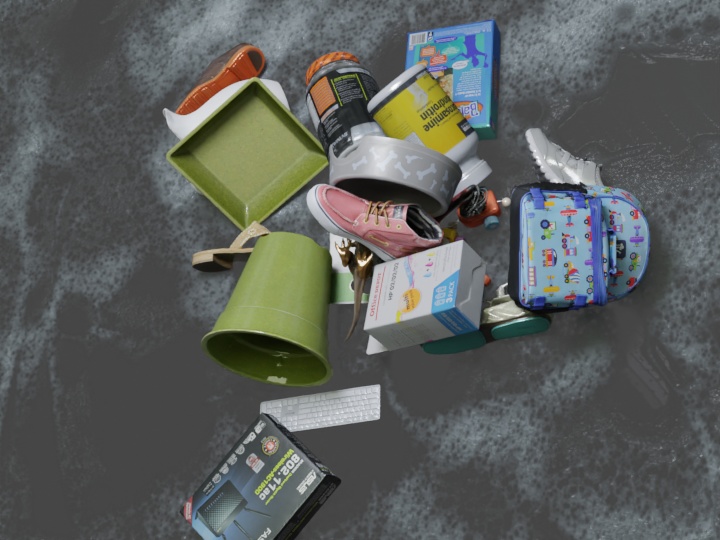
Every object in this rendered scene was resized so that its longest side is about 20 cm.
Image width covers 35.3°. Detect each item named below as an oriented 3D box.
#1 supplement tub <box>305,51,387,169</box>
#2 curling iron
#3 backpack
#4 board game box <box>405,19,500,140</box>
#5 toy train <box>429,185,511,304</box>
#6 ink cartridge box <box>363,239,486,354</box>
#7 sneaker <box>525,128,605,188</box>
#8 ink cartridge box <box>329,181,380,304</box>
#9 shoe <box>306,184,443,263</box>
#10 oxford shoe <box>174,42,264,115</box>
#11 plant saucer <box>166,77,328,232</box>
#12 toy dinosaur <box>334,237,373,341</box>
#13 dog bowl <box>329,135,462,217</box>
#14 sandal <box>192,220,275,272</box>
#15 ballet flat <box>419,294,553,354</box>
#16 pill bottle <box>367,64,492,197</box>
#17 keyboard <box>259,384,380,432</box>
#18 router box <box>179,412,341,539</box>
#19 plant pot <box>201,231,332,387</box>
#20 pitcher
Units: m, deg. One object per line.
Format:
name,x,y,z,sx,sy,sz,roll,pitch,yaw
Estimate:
supplement tub,-0.017,-0.251,1.837,0.122,0.123,0.200,-26,58,11
curling iron,0.105,-0.066,1.697,0.200,0.026,0.050,-32,40,18
backpack,0.309,-0.030,1.550,0.199,0.135,0.183,1,96,-4
board game box,0.147,-0.301,1.833,0.152,0.045,0.201,-4,66,22
toy train,0.164,-0.034,1.697,0.150,0.056,0.200,-19,60,16
ink cartridge box,0.076,0.042,1.627,0.200,0.068,0.115,-17,48,35
sneaker,0.318,-0.139,1.675,0.082,0.075,0.200,-34,69,-1
ink cartridge box,0.023,-0.046,1.773,0.145,0.048,0.201,-3,82,23
shoe,0.024,-0.078,1.619,0.091,0.200,0.072,-29,42,41
oxford shoe,-0.259,-0.329,2.024,0.200,0.071,0.073,-41,38,-3
plant saucer,-0.183,-0.193,1.853,0.200,0.200,0.048,-40,30,10
toy dinosaur,0.000,0.000,1.708,0.060,0.106,0.201,2,75,14
dog bowl,0.046,-0.130,1.640,0.200,0.200,0.059,6,75,26
sandal,-0.183,-0.047,1.845,0.211,0.078,0.070,-7,70,27
ballet flat,0.181,0.074,1.642,0.199,0.068,0.062,-11,52,9
pill bottle,0.110,-0.206,1.727,0.112,0.112,0.200,-38,93,4
keyboard,-0.063,0.212,1.712,0.199,0.011,0.056,-11,63,19
router box,-0.148,0.333,1.659,0.150,0.062,0.200,38,88,30
plant pot,-0.120,0.050,1.711,0.199,0.200,0.190,1,62,24
pitcher,-0.214,-0.227,1.922,0.200,0.172,0.121,-20,33,-7
